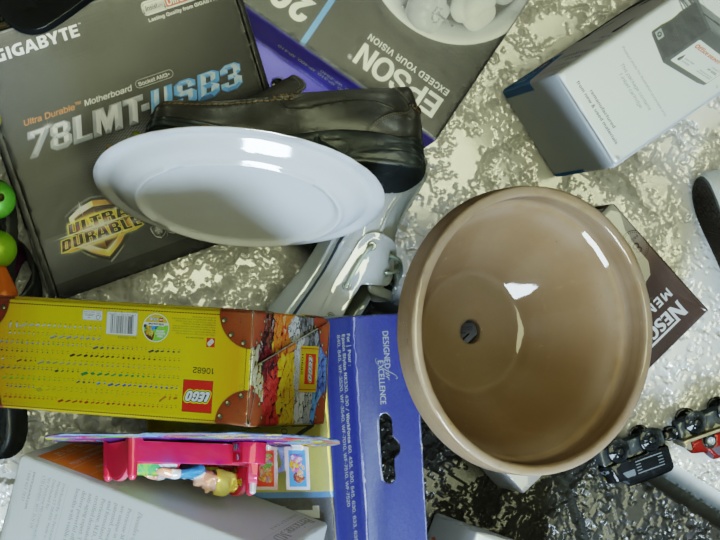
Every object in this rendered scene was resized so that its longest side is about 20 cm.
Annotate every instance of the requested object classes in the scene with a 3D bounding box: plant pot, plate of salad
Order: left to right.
[{"bbox_3d":[-0.082,-0.064,1.474,0.200,0.200,0.048,9,67,-12],"label":"plate of salad"},{"bbox_3d":[0.099,0.042,1.511,0.201,0.093,0.201,0,89,-31],"label":"plant pot"}]

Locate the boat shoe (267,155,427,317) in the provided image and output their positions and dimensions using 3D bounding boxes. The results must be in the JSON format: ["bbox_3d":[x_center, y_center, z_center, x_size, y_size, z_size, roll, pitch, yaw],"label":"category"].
[{"bbox_3d":[0.000,0.000,1.590,0.067,0.074,0.200,36,94,18],"label":"boat shoe"}]

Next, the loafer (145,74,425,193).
[{"bbox_3d":[-0.053,-0.103,1.533,0.200,0.073,0.072,7,68,-13],"label":"loafer"}]

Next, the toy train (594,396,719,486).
[{"bbox_3d":[0.277,0.124,1.672,0.200,0.034,0.046,-19,95,-12],"label":"toy train"}]

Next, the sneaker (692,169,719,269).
[{"bbox_3d":[0.328,0.009,1.654,0.085,0.073,0.200,-14,80,-17],"label":"sneaker"}]

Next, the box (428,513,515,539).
[{"bbox_3d":[0.080,0.293,1.582,0.097,0.124,0.200,20,86,-12],"label":"box"}]

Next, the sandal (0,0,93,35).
[{"bbox_3d":[-0.169,-0.238,1.493,0.200,0.045,0.075,-40,77,-11],"label":"sandal"}]

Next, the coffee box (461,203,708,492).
[{"bbox_3d":[0.146,0.057,1.621,0.200,0.080,0.113,-43,96,-9],"label":"coffee box"}]

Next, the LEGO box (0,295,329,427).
[{"bbox_3d":[-0.140,0.062,1.469,0.200,0.149,0.077,3,88,19],"label":"LEGO box"}]

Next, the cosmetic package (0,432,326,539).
[{"bbox_3d":[-0.137,0.184,1.503,0.200,0.101,0.071,19,101,15],"label":"cosmetic package"}]

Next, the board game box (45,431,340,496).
[{"bbox_3d":[-0.115,0.133,1.459,0.200,0.158,0.039,-2,82,19],"label":"board game box"}]

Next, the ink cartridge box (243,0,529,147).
[{"bbox_3d":[-0.002,-0.187,1.612,0.198,0.043,0.200,34,84,-10],"label":"ink cartridge box"}]

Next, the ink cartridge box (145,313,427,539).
[{"bbox_3d":[-0.056,0.132,1.547,0.200,0.047,0.198,-3,91,20],"label":"ink cartridge box"}]

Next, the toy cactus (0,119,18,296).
[{"bbox_3d":[-0.316,-0.035,1.491,0.165,0.102,0.200,-7,83,26],"label":"toy cactus"}]

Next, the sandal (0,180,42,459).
[{"bbox_3d":[-0.260,0.035,1.547,0.048,0.075,0.201,-1,89,-48],"label":"sandal"}]

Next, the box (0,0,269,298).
[{"bbox_3d":[-0.162,-0.104,1.553,0.200,0.050,0.199,-19,108,-11],"label":"box"}]

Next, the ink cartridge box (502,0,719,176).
[{"bbox_3d":[0.225,-0.160,1.607,0.200,0.145,0.084,-34,95,-11],"label":"ink cartridge box"}]
